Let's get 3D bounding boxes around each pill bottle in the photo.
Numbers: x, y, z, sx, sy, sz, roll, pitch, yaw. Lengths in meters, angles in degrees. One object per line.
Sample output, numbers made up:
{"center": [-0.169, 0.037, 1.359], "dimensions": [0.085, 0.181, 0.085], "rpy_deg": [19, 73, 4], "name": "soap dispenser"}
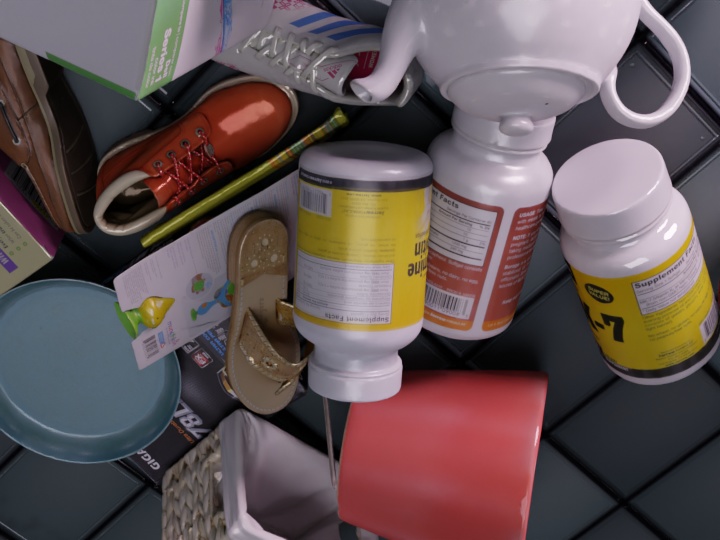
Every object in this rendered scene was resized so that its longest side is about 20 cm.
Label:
{"center": [0.000, 0.000, 1.021], "dimensions": [0.111, 0.112, 0.202], "rpy_deg": [3, 106, -1], "name": "pill bottle"}
{"center": [0.101, -0.051, 1.059], "dimensions": [0.111, 0.113, 0.202], "rpy_deg": [10, 119, -5], "name": "pill bottle"}
{"center": [0.237, -0.007, 1.063], "dimensions": [0.113, 0.115, 0.201], "rpy_deg": [-19, 128, 12], "name": "pill bottle"}

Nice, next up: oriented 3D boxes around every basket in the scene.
{"center": [-0.089, 0.249, 1.200], "dimensions": [0.123, 0.137, 0.199], "rpy_deg": [-33, 132, 25], "name": "basket"}

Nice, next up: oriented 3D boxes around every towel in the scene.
{"center": [-0.096, -0.080, 1.039], "dimensions": [0.199, 0.086, 0.018], "rpy_deg": [-32, 93, 2], "name": "towel"}

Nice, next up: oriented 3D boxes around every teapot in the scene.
{"center": [0.124, -0.174, 0.930], "dimensions": [0.198, 0.197, 0.148], "rpy_deg": [-5, 81, 32], "name": "teapot"}

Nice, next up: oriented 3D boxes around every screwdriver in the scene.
{"center": [-0.037, 0.098, 1.128], "dimensions": [0.029, 0.028, 0.203], "rpy_deg": [-8, 78, 28], "name": "screwdriver"}

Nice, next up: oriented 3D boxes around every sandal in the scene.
{"center": [-0.072, 0.056, 1.076], "dimensions": [0.077, 0.069, 0.214], "rpy_deg": [-23, 127, -29], "name": "sandal"}

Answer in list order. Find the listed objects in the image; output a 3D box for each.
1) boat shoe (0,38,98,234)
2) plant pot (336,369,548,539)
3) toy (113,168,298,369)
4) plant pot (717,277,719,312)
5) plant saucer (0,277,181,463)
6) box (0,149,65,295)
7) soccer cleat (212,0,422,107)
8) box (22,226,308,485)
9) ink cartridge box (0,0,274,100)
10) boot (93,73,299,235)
{"center": [-0.279, -0.125, 1.055], "dimensions": [0.067, 0.072, 0.202], "rpy_deg": [-8, 110, 10], "name": "boat shoe"}
{"center": [0.077, 0.177, 1.155], "dimensions": [0.175, 0.201, 0.202], "rpy_deg": [9, 120, 9], "name": "plant pot"}
{"center": [-0.130, -0.010, 1.077], "dimensions": [0.199, 0.047, 0.116], "rpy_deg": [-35, 143, -26], "name": "toy"}
{"center": [0.428, 0.014, 1.055], "dimensions": [0.194, 0.201, 0.202], "rpy_deg": [25, 118, -3], "name": "plant pot"}
{"center": [-0.263, 0.090, 1.143], "dimensions": [0.197, 0.028, 0.202], "rpy_deg": [1, 118, 1], "name": "plant saucer"}
{"center": [-0.387, -0.047, 1.080], "dimensions": [0.199, 0.097, 0.176], "rpy_deg": [-32, 115, 17], "name": "box"}
{"center": [-0.044, -0.179, 1.003], "dimensions": [0.198, 0.087, 0.071], "rpy_deg": [10, 120, -4], "name": "soccer cleat"}
{"center": [-0.183, 0.086, 1.181], "dimensions": [0.197, 0.050, 0.200], "rpy_deg": [-32, 114, 17], "name": "box"}
{"center": [-0.162, -0.215, 0.901], "dimensions": [0.144, 0.200, 0.085], "rpy_deg": [25, 122, 12], "name": "ink cartridge box"}
{"center": [-0.140, -0.094, 1.044], "dimensions": [0.199, 0.108, 0.075], "rpy_deg": [-27, 114, 14], "name": "boot"}
